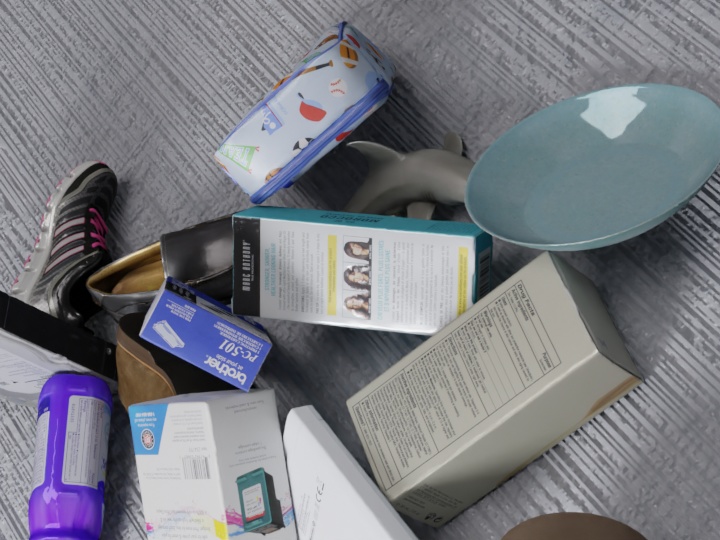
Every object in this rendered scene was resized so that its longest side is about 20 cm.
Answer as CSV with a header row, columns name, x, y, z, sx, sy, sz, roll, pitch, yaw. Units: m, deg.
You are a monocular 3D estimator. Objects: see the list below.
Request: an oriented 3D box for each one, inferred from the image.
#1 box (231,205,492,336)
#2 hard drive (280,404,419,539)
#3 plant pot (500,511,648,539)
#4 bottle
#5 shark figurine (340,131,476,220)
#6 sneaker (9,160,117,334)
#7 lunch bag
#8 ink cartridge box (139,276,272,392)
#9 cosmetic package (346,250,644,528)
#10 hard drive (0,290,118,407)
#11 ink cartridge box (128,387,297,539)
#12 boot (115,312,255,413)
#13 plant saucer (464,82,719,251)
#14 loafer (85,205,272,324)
name,x,y,z,sx,sy,sz,roll,pitch,yaw
box,0.000,0.000,1.475,0.200,0.049,0.082,6,104,20
hard drive,-0.007,0.211,1.406,0.200,0.027,0.132,49,138,44
plant pot,0.136,0.257,1.219,0.200,0.200,0.175,-21,36,30
bottle,-0.250,0.192,1.629,0.084,0.065,0.200,112,161,-60
shark figurine,0.007,-0.061,1.538,0.214,0.089,0.128,-33,37,29
sneaker,-0.252,-0.011,1.747,0.087,0.074,0.200,8,58,19
lunch bag,-0.047,-0.127,1.572,0.160,0.076,0.200,-43,5,10
ink cartridge box,-0.124,0.048,1.515,0.044,0.094,0.200,-62,5,-1
cosmetic package,0.096,0.089,1.398,0.200,0.071,0.105,-37,51,20
hard drive,-0.312,0.069,1.663,0.140,0.200,0.038,-11,63,35
ink cartridge box,-0.109,0.196,1.472,0.116,0.067,0.200,-7,91,52
boot,-0.142,0.116,1.605,0.200,0.074,0.076,39,125,40
plant saucer,0.177,-0.067,1.402,0.201,0.039,0.201,-16,32,10
loafer,-0.149,-0.004,1.654,0.200,0.072,0.073,-30,50,24
